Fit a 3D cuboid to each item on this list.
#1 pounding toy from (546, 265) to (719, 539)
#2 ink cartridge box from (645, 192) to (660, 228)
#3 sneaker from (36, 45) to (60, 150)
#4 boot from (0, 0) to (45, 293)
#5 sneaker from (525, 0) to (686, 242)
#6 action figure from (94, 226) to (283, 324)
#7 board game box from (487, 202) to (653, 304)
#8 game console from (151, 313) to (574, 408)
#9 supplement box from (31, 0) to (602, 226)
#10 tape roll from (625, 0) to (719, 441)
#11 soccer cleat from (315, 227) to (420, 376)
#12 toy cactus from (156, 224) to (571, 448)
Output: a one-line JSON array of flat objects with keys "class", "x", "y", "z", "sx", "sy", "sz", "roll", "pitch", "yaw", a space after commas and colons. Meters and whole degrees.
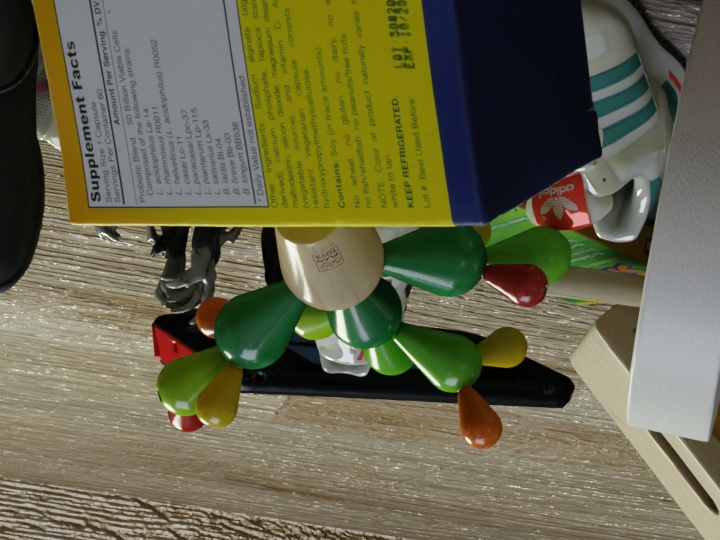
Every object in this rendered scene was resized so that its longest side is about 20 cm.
[{"class": "pounding toy", "x": 0.194, "y": 0.038, "z": 1.415, "sx": 0.184, "sy": 0.200, "sz": 0.142, "roll": -36, "pitch": 173, "yaw": -10}, {"class": "ink cartridge box", "x": 0.122, "y": -0.038, "z": 1.550, "sx": 0.199, "sy": 0.043, "sz": 0.196, "roll": 11, "pitch": 168, "yaw": -7}, {"class": "sneaker", "x": -0.070, "y": -0.086, "z": 1.326, "sx": 0.199, "sy": 0.089, "sz": 0.081, "roll": 2, "pitch": 167, "yaw": 23}, {"class": "boot", "x": -0.163, "y": -0.086, "z": 1.213, "sx": 0.065, "sy": 0.165, "sz": 0.200, "roll": -1, "pitch": 170, "yaw": -9}, {"class": "sneaker", "x": 0.093, "y": -0.069, "z": 1.286, "sx": 0.070, "sy": 0.094, "sz": 0.200, "roll": 2, "pitch": 167, "yaw": 26}, {"class": "action figure", "x": -0.081, "y": -0.020, "z": 1.558, "sx": 0.199, "sy": 0.102, "sz": 0.119, "roll": 21, "pitch": -176, "yaw": -1}, {"class": "board game box", "x": 0.089, "y": -0.020, "z": 1.493, "sx": 0.095, "sy": 0.030, "sz": 0.200, "roll": -5, "pitch": 158, "yaw": 43}, {"class": "game console", "x": -0.004, "y": 0.048, "z": 1.567, "sx": 0.199, "sy": 0.031, "sz": 0.177, "roll": 3, "pitch": -177, "yaw": -18}, {"class": "supplement box", "x": -0.018, "y": -0.084, "z": 1.164, "sx": 0.199, "sy": 0.109, "sz": 0.109, "roll": 1, "pitch": -163, "yaw": 31}, {"class": "tape roll", "x": 0.145, "y": -0.032, "z": 1.174, "sx": 0.037, "sy": 0.204, "sz": 0.203, "roll": 10, "pitch": 169, "yaw": 9}, {"class": "soccer cleat", "x": 0.000, "y": 0.000, "z": 1.392, "sx": 0.068, "sy": 0.086, "sz": 0.200, "roll": 6, "pitch": 168, "yaw": -3}, {"class": "toy cactus", "x": -0.006, "y": 0.018, "z": 1.273, "sx": 0.199, "sy": 0.103, "sz": 0.165, "roll": -11, "pitch": 153, "yaw": 9}]
